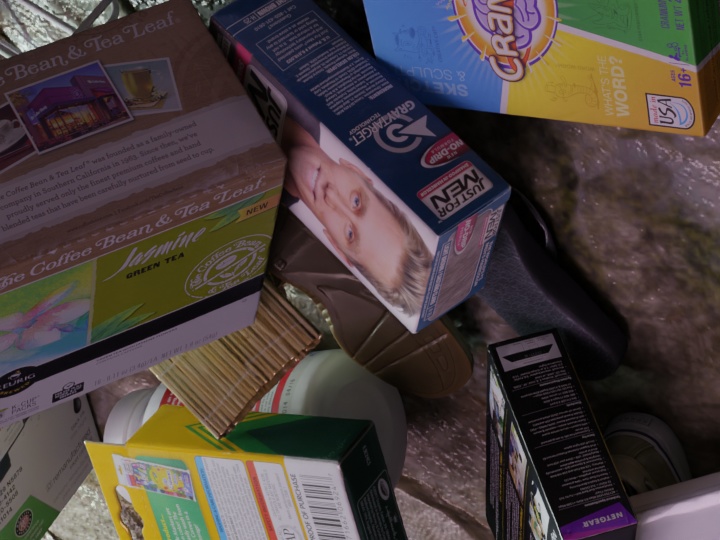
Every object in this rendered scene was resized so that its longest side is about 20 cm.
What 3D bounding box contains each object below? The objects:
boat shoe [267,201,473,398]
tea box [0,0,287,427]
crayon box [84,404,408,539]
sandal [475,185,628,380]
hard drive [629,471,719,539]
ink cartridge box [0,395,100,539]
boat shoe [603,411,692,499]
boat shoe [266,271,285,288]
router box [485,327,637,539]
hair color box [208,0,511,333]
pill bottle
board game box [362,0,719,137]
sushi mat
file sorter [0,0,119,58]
[{"bbox_3d":[-0.002,0.001,1.454,0.201,0.063,0.073,39,126,-14],"label":"boat shoe"},{"bbox_3d":[-0.168,-0.029,1.335,0.134,0.200,0.197,58,158,23],"label":"tea box"},{"bbox_3d":[-0.070,0.154,1.466,0.200,0.052,0.126,2,121,32],"label":"crayon box"},{"bbox_3d":[0.092,-0.010,1.392,0.076,0.043,0.200,-8,133,46],"label":"sandal"},{"bbox_3d":[0.269,0.171,1.400,0.200,0.027,0.132,-18,118,22],"label":"hard drive"},{"bbox_3d":[-0.275,0.100,1.648,0.084,0.146,0.200,10,133,24],"label":"ink cartridge box"},{"bbox_3d":[0.199,0.184,1.477,0.072,0.062,0.200,-8,123,38],"label":"boat shoe"},{"bbox_3d":[-0.143,-0.023,1.506,0.200,0.068,0.072,19,136,18],"label":"boat shoe"},{"bbox_3d":[0.122,0.156,1.421,0.051,0.149,0.200,-13,143,-7],"label":"router box"},{"bbox_3d":[-0.007,-0.069,1.323,0.200,0.060,0.100,44,151,22],"label":"hair color box"},{"bbox_3d":[-0.077,0.117,1.559,0.200,0.112,0.112,-8,123,38],"label":"pill bottle"},{"bbox_3d":[0.095,-0.155,1.247,0.200,0.040,0.153,8,132,27],"label":"board game box"},{"bbox_3d":[-0.124,0.008,1.457,0.200,0.096,0.012,44,174,16],"label":"sushi mat"},{"bbox_3d":[-0.237,-0.131,1.417,0.124,0.139,0.200,32,139,1],"label":"file sorter"}]
